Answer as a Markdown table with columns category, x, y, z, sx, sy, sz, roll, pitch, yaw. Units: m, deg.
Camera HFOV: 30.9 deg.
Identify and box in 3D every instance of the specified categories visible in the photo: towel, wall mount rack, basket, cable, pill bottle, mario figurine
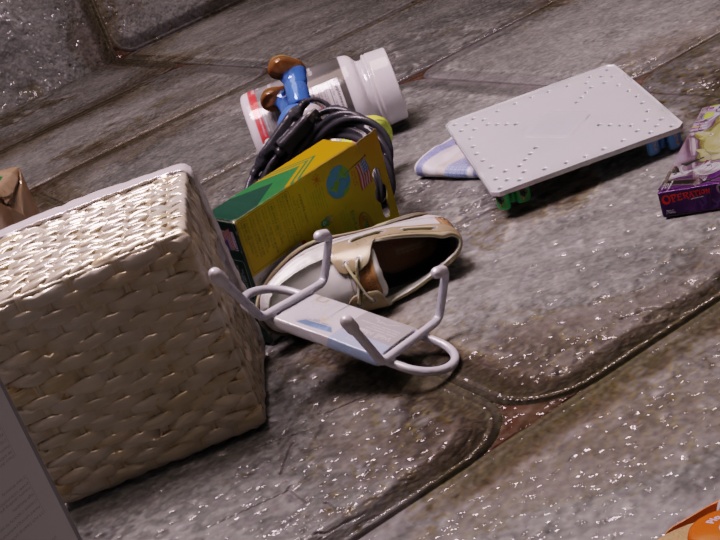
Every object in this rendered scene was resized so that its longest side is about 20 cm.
| category | x | y | z | sx | sy | sz | roll | pitch | yaw |
| --- | --- | --- | --- | --- | --- | --- | --- | --- | --- |
| towel | 0.167 | -0.142 | 1.437 | 0.146 | 0.024 | 0.199 | -36 | 24 | -31 |
| wall mount rack | -0.022 | 0.026 | 1.013 | 0.198 | 0.075 | 0.173 | 17 | 24 | 25 |
| basket | -0.191 | 0.050 | 1.067 | 0.198 | 0.200 | 0.161 | -21 | 24 | -2 |
| cable | -0.051 | -0.077 | 1.363 | 0.163 | 0.051 | 0.201 | 35 | 87 | 27 |
| pill bottle | -0.046 | -0.209 | 1.692 | 0.198 | 0.115 | 0.114 | -21 | 20 | 2 |
| mario figurine | -0.083 | -0.163 | 1.546 | 0.105 | 0.124 | 0.201 | -28 | 53 | 6 |

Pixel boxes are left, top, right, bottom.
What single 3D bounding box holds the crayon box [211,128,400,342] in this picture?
| category | x | y | z | sx | sy | sz | roll | pitch | yaw |
| --- | --- | --- | --- | --- | --- | --- | --- | --- | --- |
| crayon box | -0.048 | -0.038 | 1.237 | 0.050 | 0.128 | 0.199 | 10 | 35 | 44 |

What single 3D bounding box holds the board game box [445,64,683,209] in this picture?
| category | x | y | z | sx | sy | sz | roll | pitch | yaw |
| --- | --- | --- | --- | --- | --- | --- | --- | --- | --- |
| board game box | 0.204 | -0.140 | 1.339 | 0.198 | 0.026 | 0.200 | -20 | 29 | -1 |

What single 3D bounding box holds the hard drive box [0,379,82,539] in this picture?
| category | x | y | z | sx | sy | sz | roll | pitch | yaw |
| --- | --- | --- | --- | --- | --- | --- | --- | --- | --- |
| hard drive box | -0.291 | 0.162 | 0.870 | 0.076 | 0.202 | 0.156 | -5 | 25 | 39 |

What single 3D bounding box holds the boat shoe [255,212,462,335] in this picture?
| category | x | y | z | sx | sy | sz | roll | pitch | yaw |
| --- | --- | --- | --- | --- | --- | --- | --- | --- | --- |
| boat shoe | 0.000 | 0.000 | 1.169 | 0.199 | 0.075 | 0.068 | -27 | 15 | -17 |

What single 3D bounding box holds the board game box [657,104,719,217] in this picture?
| category | x | y | z | sx | sy | sz | roll | pitch | yaw |
| --- | --- | --- | --- | --- | --- | --- | --- | --- | --- |
| board game box | 0.346 | -0.110 | 1.167 | 0.119 | 0.033 | 0.200 | -5 | 25 | 29 |

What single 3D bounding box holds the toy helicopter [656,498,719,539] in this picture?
| category | x | y | z | sx | sy | sz | roll | pitch | yaw |
| --- | --- | --- | --- | --- | --- | --- | --- | --- | --- |
| toy helicopter | 0.231 | 0.131 | 0.636 | 0.198 | 0.080 | 0.132 | -13 | 10 | -8 |

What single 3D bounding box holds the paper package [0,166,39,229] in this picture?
| category | x | y | z | sx | sy | sz | roll | pitch | yaw |
| --- | --- | --- | --- | --- | --- | --- | --- | --- | --- |
| paper package | -0.440 | 0.010 | 1.426 | 0.198 | 0.192 | 0.104 | -16 | 21 | 11 |

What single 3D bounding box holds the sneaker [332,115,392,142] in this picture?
| category | x | y | z | sx | sy | sz | roll | pitch | yaw |
| --- | --- | --- | --- | --- | --- | --- | --- | --- | --- |
| sneaker | 0.003 | -0.108 | 1.451 | 0.089 | 0.079 | 0.201 | -8 | 35 | 33 |
